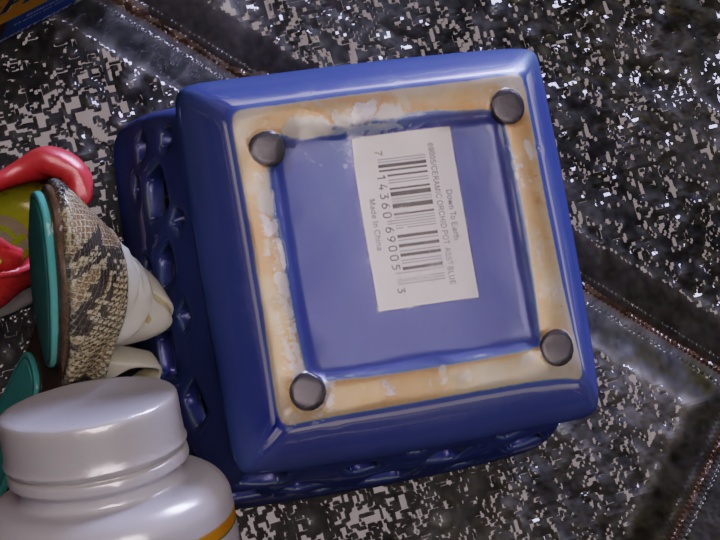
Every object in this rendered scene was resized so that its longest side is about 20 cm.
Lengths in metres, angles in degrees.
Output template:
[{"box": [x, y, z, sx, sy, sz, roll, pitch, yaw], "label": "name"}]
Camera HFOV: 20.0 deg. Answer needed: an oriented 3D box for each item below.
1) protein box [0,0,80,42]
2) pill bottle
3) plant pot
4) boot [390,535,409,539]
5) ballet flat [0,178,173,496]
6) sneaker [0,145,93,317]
[{"box": [-0.189, -0.222, 0.936, 0.135, 0.200, 0.199, -31, 90, -17], "label": "protein box"}, {"box": [-0.101, 0.152, 0.883, 0.109, 0.109, 0.201, -12, 103, -16], "label": "pill bottle"}, {"box": [0.000, 0.000, 0.961, 0.199, 0.180, 0.201, -8, 83, -15], "label": "plant pot"}, {"box": [0.085, 0.173, 0.998, 0.174, 0.200, 0.070, 24, 111, 19], "label": "boot"}, {"box": [-0.126, 0.038, 0.934, 0.075, 0.201, 0.068, -1, 41, -22], "label": "ballet flat"}, {"box": [-0.197, 0.004, 0.930, 0.077, 0.085, 0.200, 43, 50, -2], "label": "sneaker"}]
